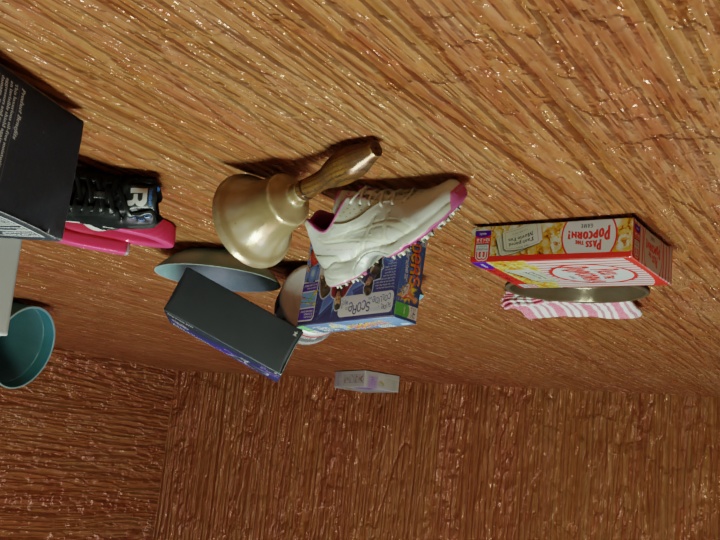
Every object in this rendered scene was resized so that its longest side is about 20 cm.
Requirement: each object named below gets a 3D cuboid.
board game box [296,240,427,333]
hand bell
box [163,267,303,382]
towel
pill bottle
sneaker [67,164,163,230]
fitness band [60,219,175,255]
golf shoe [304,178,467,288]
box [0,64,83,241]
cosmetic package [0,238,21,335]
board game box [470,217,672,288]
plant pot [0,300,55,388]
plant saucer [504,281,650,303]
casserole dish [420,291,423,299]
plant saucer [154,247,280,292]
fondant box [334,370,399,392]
[{"bbox_3d":[0.000,0.000,1.078,0.034,0.138,0.198,18,164,-34],"label":"board game box"},{"bbox_3d":[-0.051,-0.083,0.898,0.103,0.106,0.199,15,152,-39],"label":"hand bell"},{"bbox_3d":[-0.193,0.087,1.391,0.198,0.080,0.141,29,164,-1],"label":"box"},{"bbox_3d":[0.340,0.059,1.458,0.197,0.031,0.146,-1,167,31],"label":"towel"},{"bbox_3d":[-0.084,0.061,1.480,0.108,0.113,0.200,7,169,-8],"label":"pill bottle"},{"bbox_3d":[-0.283,-0.087,0.993,0.110,0.075,0.200,-1,175,16],"label":"sneaker"},{"bbox_3d":[-0.350,-0.057,1.235,0.197,0.038,0.143,11,167,-28],"label":"fitness band"},{"bbox_3d":[0.020,-0.056,0.958,0.198,0.092,0.075,-29,-173,32],"label":"golf shoe"},{"bbox_3d":[-0.377,-0.111,0.765,0.196,0.126,0.198,4,167,17],"label":"box"},{"bbox_3d":[-0.466,-0.033,0.996,0.197,0.204,0.122,-5,165,44],"label":"cosmetic package"},{"bbox_3d":[0.252,-0.018,1.086,0.197,0.047,0.151,-2,166,36],"label":"board game box"},{"bbox_3d":[-0.873,0.156,2.189,0.185,0.204,0.200,18,174,24],"label":"plant pot"},{"bbox_3d":[0.299,0.017,1.263,0.196,0.030,0.200,4,170,1],"label":"plant saucer"},{"bbox_3d":[0.031,0.041,1.456,0.119,0.040,0.200,-7,170,-10],"label":"casserole dish"},{"bbox_3d":[-0.219,-0.004,1.416,0.197,0.040,0.201,5,168,1],"label":"plant saucer"},{"bbox_3d":[0.020,0.379,3.097,0.142,0.059,0.199,13,165,-31],"label":"fondant box"}]
